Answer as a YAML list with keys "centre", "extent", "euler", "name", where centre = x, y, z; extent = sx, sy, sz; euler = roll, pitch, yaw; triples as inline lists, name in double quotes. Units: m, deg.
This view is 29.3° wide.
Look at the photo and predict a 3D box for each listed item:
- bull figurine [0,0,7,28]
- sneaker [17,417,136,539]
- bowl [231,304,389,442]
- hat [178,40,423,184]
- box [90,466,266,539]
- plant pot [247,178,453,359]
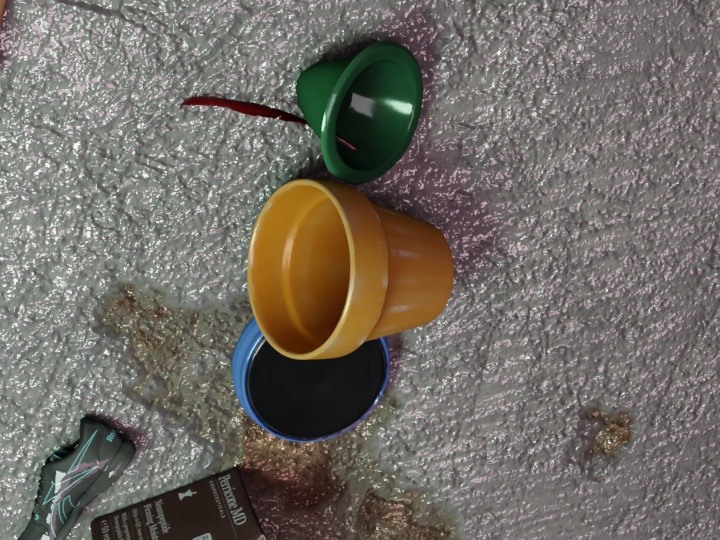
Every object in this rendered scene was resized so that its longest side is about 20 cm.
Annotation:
- centre: [-0.406, -0.274, 1.395]
  extent: [0.121, 0.065, 0.201]
  euler: [17, 106, -26]
  name: "bull figurine"
- centre: [-0.359, 0.263, 1.651]
  extent: [0.079, 0.075, 0.200]
  euler: [41, 88, -16]
  name: "sneaker"
- centre: [-0.057, 0.120, 1.692]
  extent: [0.200, 0.039, 0.201]
  euler: [-7, 114, -15]
  name: "bowl"
- centre: [-0.053, -0.205, 1.566]
  extent: [0.200, 0.176, 0.166]
  euler: [20, 95, -57]
  name: "hat"
- centre: [-0.206, 0.377, 1.684]
  extent: [0.199, 0.166, 0.165]
  euler: [-20, 116, -9]
  name: "box"
- centre: [0.000, 0.000, 1.581]
  extent: [0.183, 0.200, 0.201]
  euler: [1, 114, -39]
  name: "plant pot"
